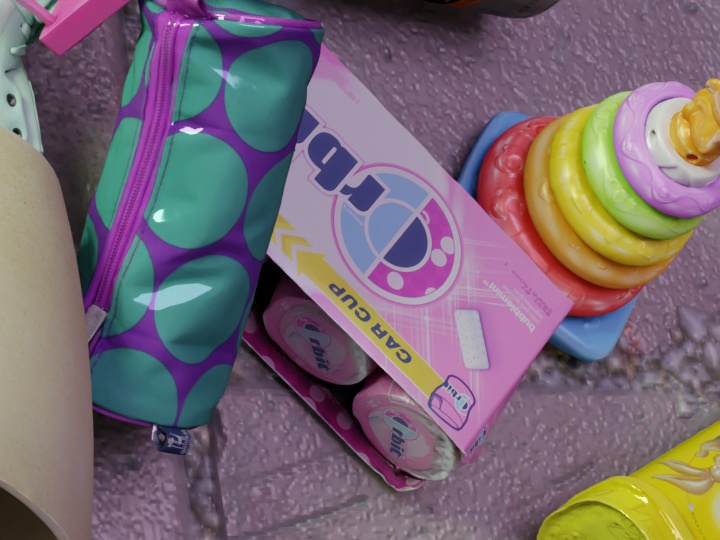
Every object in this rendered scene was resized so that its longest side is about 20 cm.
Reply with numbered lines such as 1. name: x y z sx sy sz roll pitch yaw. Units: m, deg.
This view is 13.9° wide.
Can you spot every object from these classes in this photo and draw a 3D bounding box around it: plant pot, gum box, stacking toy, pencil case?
1. plant pot: -0.188 0.037 1.223 0.187 0.187 0.200 26 48 -21
2. gum box: 0.000 0.000 1.417 0.200 0.066 0.114 45 52 -7
3. stacking toy: 0.140 -0.050 1.446 0.116 0.200 0.110 36 55 -14
4. pencil case: -0.082 -0.027 1.303 0.092 0.085 0.200 1 108 -57

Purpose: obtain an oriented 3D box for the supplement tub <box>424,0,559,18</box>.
1. supplement tub: 0.014 -0.201 1.481 0.200 0.123 0.123 9 65 -29

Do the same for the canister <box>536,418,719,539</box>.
1. canister: 0.202 0.143 1.474 0.200 0.087 0.149 -27 85 -39

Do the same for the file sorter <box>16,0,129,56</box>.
1. file sorter: -0.108 -0.226 1.306 0.125 0.139 0.200 40 43 -20

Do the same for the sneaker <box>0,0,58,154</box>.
1. sneaker: -0.159 -0.100 1.359 0.200 0.074 0.118 -25 90 -39
